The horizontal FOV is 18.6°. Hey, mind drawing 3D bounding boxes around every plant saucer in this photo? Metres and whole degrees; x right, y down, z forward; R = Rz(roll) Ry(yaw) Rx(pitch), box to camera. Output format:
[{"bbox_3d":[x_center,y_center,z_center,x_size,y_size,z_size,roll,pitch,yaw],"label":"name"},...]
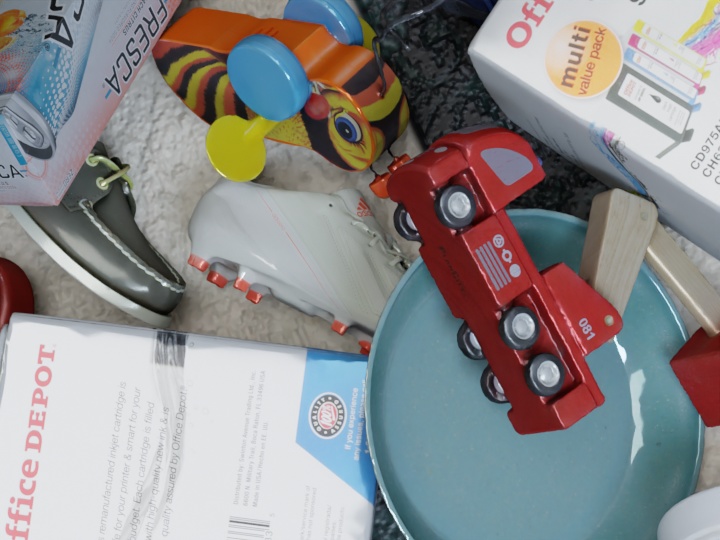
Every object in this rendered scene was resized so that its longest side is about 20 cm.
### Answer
[{"bbox_3d":[0.082,0.071,1.099,0.199,0.036,0.202,5,80,-27],"label":"plant saucer"}]

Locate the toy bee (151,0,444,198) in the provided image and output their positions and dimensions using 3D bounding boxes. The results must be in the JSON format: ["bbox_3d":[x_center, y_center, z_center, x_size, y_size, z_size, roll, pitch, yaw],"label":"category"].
[{"bbox_3d":[-0.023,-0.085,1.152,0.130,0.200,0.109,-33,116,-17],"label":"toy bee"}]

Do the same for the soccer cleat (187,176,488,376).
[{"bbox_3d":[0.000,0.000,1.158,0.199,0.069,0.078,25,82,18],"label":"soccer cleat"}]

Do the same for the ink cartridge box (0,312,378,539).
[{"bbox_3d":[-0.090,0.108,1.131,0.198,0.084,0.146,7,81,2],"label":"ink cartridge box"}]

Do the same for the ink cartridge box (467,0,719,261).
[{"bbox_3d":[0.179,-0.100,1.095,0.199,0.145,0.148,34,88,15],"label":"ink cartridge box"}]

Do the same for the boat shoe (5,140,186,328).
[{"bbox_3d":[-0.163,-0.050,1.198,0.202,0.072,0.060,43,95,19],"label":"boat shoe"}]

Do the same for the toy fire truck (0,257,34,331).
[{"bbox_3d":[-0.275,0.064,1.195,0.167,0.112,0.202,-6,77,35],"label":"toy fire truck"}]

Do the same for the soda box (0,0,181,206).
[{"bbox_3d":[-0.155,-0.126,1.159,0.063,0.069,0.201,1,47,29],"label":"soda box"}]

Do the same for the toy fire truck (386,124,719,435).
[{"bbox_3d":[0.113,0.007,1.077,0.141,0.049,0.201,-32,97,-28],"label":"toy fire truck"}]

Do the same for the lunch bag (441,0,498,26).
[{"bbox_3d":[0.028,-0.219,1.154,0.200,0.136,0.133,37,89,15],"label":"lunch bag"}]

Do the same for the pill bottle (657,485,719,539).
[{"bbox_3d":[0.192,0.206,1.032,0.111,0.112,0.201,-10,53,10],"label":"pill bottle"}]
